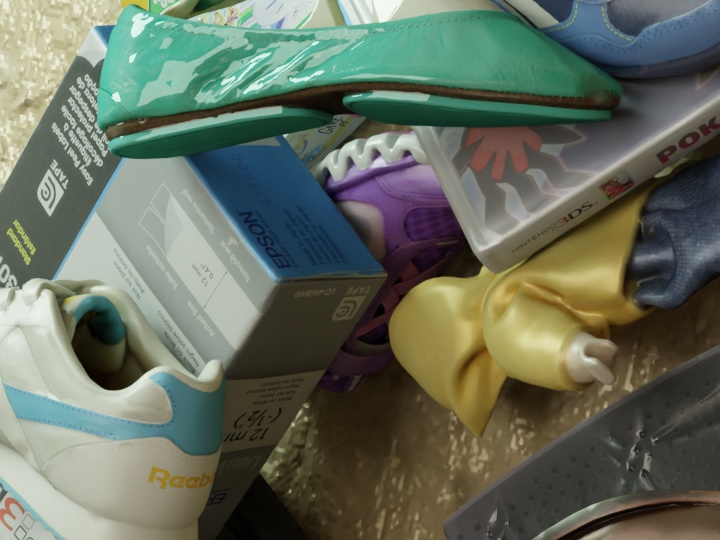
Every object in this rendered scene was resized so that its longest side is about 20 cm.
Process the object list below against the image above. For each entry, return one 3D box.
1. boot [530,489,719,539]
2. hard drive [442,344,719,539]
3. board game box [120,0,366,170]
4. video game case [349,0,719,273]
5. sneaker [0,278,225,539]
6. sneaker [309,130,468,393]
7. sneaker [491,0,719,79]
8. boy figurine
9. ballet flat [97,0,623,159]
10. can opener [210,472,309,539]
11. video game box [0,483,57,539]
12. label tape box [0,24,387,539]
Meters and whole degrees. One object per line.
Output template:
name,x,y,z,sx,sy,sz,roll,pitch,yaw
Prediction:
boot,0.132,0.169,0.969,0.186,0.064,0.201,-22,62,27
hard drive,0.129,0.107,1.072,0.200,0.042,0.136,-33,64,32
board game box,-0.013,-0.137,1.234,0.200,0.034,0.135,-43,59,29
video game case,0.085,-0.123,1.100,0.182,0.023,0.201,-33,55,11
sneaker,-0.127,0.035,1.123,0.199,0.076,0.081,28,108,33
sneaker,0.000,0.000,1.182,0.200,0.080,0.089,-23,75,43
sneaker,0.061,-0.130,1.053,0.199,0.082,0.074,24,77,34
boy figurine,0.090,0.008,1.082,0.199,0.125,0.065,-29,111,33
ballet flat,-0.005,-0.082,1.058,0.199,0.067,0.071,-3,85,20
can opener,-0.064,0.110,1.247,0.200,0.053,0.067,51,148,33
video game box,-0.162,0.175,1.162,0.182,0.047,0.201,41,103,41
label tape box,-0.092,0.023,1.176,0.144,0.066,0.200,53,125,28
